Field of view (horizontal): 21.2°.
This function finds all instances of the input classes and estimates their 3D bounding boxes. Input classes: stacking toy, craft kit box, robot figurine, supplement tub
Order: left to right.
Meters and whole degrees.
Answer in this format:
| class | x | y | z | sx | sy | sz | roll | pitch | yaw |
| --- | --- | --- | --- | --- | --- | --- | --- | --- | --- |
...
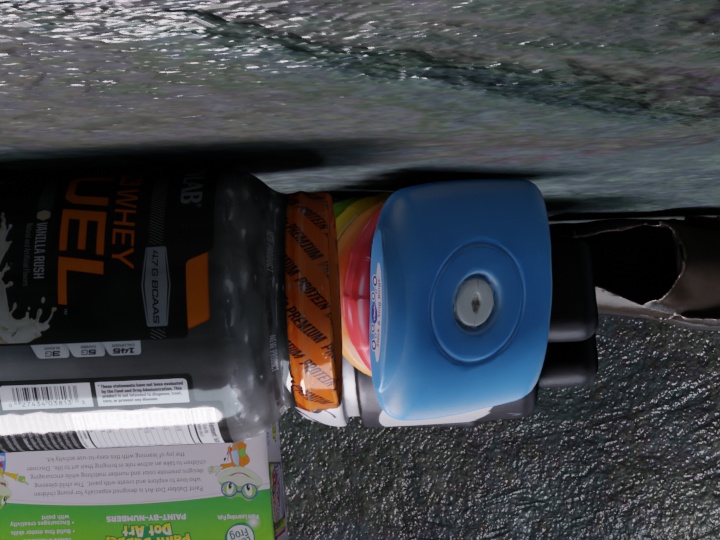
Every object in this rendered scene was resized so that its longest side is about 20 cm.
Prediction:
| class | x | y | z | sx | sy | sz | roll | pitch | yaw |
| --- | --- | --- | --- | --- | --- | --- | --- | --- | --- |
| craft kit box | -0.150 | 0.080 | 1.191 | 0.198 | 0.200 | 0.049 | -2 | -174 | 9 |
| supplement tub | -0.108 | 0.017 | 0.858 | 0.197 | 0.124 | 0.123 | -3 | 176 | 2 |
| stacking toy | 0.000 | 0.000 | 1.014 | 0.109 | 0.118 | 0.199 | -6 | -167 | -34 |
| robot figurine | 0.040 | 0.031 | 1.138 | 0.198 | 0.152 | 0.125 | -3 | -171 | 4 |

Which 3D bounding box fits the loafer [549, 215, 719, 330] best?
| class | x | y | z | sx | sy | sz | roll | pitch | yaw |
| --- | --- | --- | --- | --- | --- | --- | --- | --- | --- |
| loafer | 0.202 | 0.002 | 1.213 | 0.198 | 0.074 | 0.071 | -2 | 178 | -5 |
